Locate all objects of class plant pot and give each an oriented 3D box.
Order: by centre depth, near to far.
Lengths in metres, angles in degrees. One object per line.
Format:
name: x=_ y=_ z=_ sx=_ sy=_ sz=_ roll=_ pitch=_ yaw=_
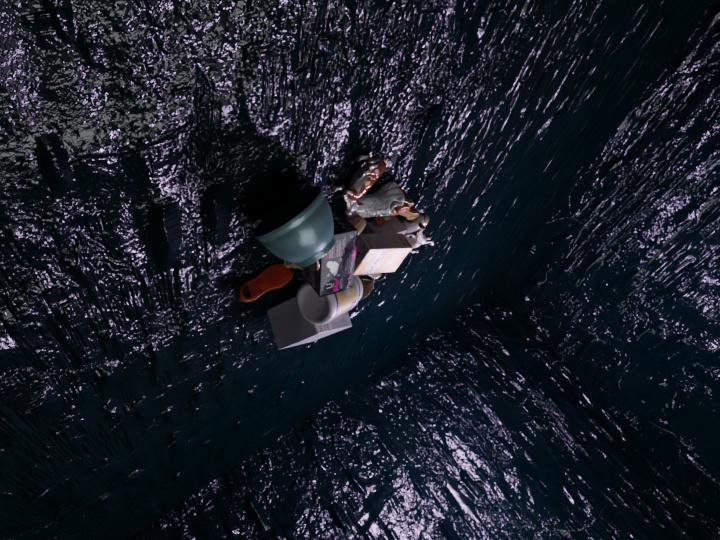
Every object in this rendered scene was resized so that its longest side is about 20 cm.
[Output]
plant pot: x=-0.144 y=-0.095 z=1.275 sx=0.200 sy=0.134 sz=0.200 roll=-29 pitch=-157 yaw=14

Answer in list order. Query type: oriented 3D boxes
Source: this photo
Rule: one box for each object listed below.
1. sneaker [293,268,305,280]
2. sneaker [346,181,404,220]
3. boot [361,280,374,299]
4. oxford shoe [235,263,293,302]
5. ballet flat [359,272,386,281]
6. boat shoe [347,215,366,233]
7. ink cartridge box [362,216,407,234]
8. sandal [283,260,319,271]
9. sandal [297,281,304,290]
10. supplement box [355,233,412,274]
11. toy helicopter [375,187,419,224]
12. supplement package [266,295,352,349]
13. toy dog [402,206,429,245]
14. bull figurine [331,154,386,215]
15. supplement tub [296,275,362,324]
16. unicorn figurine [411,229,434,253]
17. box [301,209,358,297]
sneaker: x=-0.129 y=-0.019 z=1.679 sx=0.200 sy=0.077 sz=0.081 roll=-30 pitch=158 yaw=-21
sneaker: x=0.048 y=-0.201 z=1.606 sx=0.200 sy=0.080 sz=0.070 roll=-31 pitch=159 yaw=-11
boot: x=0.030 y=0.045 z=1.855 sx=0.200 sy=0.076 sz=0.074 roll=-33 pitch=161 yaw=-7
oxford shoe: x=-0.290 y=0.035 z=1.550 sx=0.200 sy=0.071 sz=0.072 roll=-28 pitch=-175 yaw=-38
ballet flat: x=0.000 y=0.000 z=1.763 sx=0.199 sy=0.074 sz=0.074 roll=3 pitch=139 yaw=-25
boat shoe: x=-0.078 y=-0.113 z=1.559 sx=0.200 sy=0.074 sz=0.069 roll=-33 pitch=127 yaw=1
ink cartridge box: x=0.057 y=-0.091 z=1.834 sx=0.144 sy=0.084 sz=0.200 roll=-20 pitch=152 yaw=-39
sandal: x=-0.182 y=-0.031 z=1.426 sx=0.069 sy=0.212 sz=0.078 roll=-27 pitch=114 yaw=-18
sandal: x=-0.145 y=0.032 z=1.778 sx=0.200 sy=0.054 sz=0.080 roll=-46 pitch=159 yaw=15
supplement box: x=0.058 y=-0.055 z=1.706 sx=0.200 sy=0.074 sz=0.126 roll=-5 pitch=141 yaw=-41
toy helicopter: x=0.132 y=-0.199 z=1.751 sx=0.132 sy=0.079 sz=0.200 roll=-31 pitch=157 yaw=27
supplement package: x=-0.176 y=0.165 z=1.785 sx=0.191 sy=0.148 sz=0.200 roll=-25 pitch=169 yaw=31
toy dog: x=0.179 y=-0.139 z=1.896 sx=0.131 sy=0.096 sz=0.200 roll=0 pitch=134 yaw=-23
bull figurine: x=-0.007 y=-0.243 z=1.447 sx=0.200 sy=0.065 sz=0.121 roll=-52 pitch=159 yaw=26
supplement tub: x=-0.094 y=0.078 z=1.646 sx=0.146 sy=0.145 sz=0.200 roll=-53 pitch=164 yaw=31
unicorn figurine: x=0.230 y=-0.123 z=2.075 sx=0.137 sy=0.074 sz=0.200 roll=9 pitch=134 yaw=-50
box: x=-0.094 y=-0.050 z=1.467 sx=0.114 sy=0.132 sz=0.201 roll=-14 pitch=128 yaw=-28
